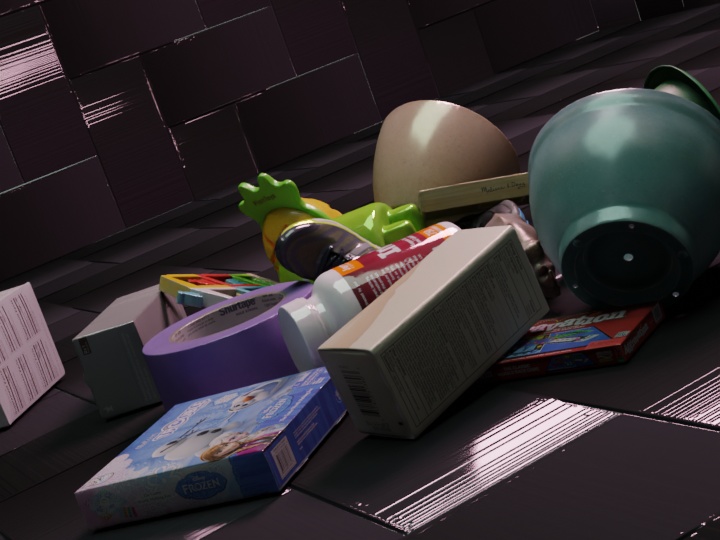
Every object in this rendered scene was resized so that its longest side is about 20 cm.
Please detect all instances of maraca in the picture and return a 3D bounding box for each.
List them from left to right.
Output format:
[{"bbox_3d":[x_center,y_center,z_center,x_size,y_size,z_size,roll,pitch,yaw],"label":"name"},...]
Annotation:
[{"bbox_3d":[-0.076,-0.046,1.775,0.137,0.200,0.107,-22,28,45],"label":"maraca"}]

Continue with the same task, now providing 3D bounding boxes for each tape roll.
[{"bbox_3d":[-0.130,0.088,1.498,0.199,0.085,0.200,-19,10,4],"label":"tape roll"}]

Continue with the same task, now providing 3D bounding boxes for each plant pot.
[{"bbox_3d":[0.245,-0.046,1.256,0.199,0.201,0.135,-14,38,27],"label":"plant pot"}]

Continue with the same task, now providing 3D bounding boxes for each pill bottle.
[{"bbox_3d":[0.024,0.037,1.389,0.199,0.114,0.113,-23,11,-17],"label":"pill bottle"}]

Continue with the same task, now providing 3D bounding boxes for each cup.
[{"bbox_3d":[0.096,-0.102,1.821,0.199,0.200,0.144,-11,43,41],"label":"cup"}]

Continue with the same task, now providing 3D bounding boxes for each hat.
[{"bbox_3d":[0.286,-0.113,1.468,0.175,0.201,0.166,-30,25,-13],"label":"hat"}]

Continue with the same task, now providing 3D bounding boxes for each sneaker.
[{"bbox_3d":[0.000,0.000,1.521,0.199,0.074,0.081,18,11,-19],"label":"sneaker"},{"bbox_3d":[0.142,-0.030,1.639,0.082,0.074,0.200,-27,2,-19],"label":"sneaker"}]

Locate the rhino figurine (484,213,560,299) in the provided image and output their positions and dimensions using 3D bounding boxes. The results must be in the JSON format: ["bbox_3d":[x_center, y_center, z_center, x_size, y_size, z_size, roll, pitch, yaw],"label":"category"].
[{"bbox_3d":[0.169,-0.012,1.428,0.059,0.088,0.200,-21,11,-3],"label":"rhino figurine"}]

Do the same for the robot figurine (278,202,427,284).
[{"bbox_3d":[-0.011,-0.008,1.646,0.199,0.116,0.176,-21,25,20],"label":"robot figurine"}]

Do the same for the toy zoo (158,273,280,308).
[{"bbox_3d":[-0.156,0.029,1.707,0.131,0.021,0.199,16,10,36],"label":"toy zoo"}]

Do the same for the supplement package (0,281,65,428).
[{"bbox_3d":[-0.535,0.133,1.840,0.190,0.148,0.200,-17,11,13],"label":"supplement package"}]

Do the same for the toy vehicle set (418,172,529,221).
[{"bbox_3d":[0.169,-0.093,1.664,0.199,0.027,0.124,-10,-3,1],"label":"toy vehicle set"}]

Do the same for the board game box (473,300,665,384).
[{"bbox_3d":[0.164,0.068,1.235,0.199,0.020,0.103,-12,12,35],"label":"board game box"}]

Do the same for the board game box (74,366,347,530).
[{"bbox_3d":[-0.127,0.158,1.255,0.198,0.044,0.200,-17,11,24],"label":"board game box"}]

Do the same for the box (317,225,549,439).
[{"bbox_3d":[0.068,0.051,1.209,0.200,0.095,0.078,-38,21,-34],"label":"box"}]

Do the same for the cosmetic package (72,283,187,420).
[{"bbox_3d":[-0.269,0.093,1.669,0.090,0.107,0.200,-18,13,7],"label":"cosmetic package"}]
